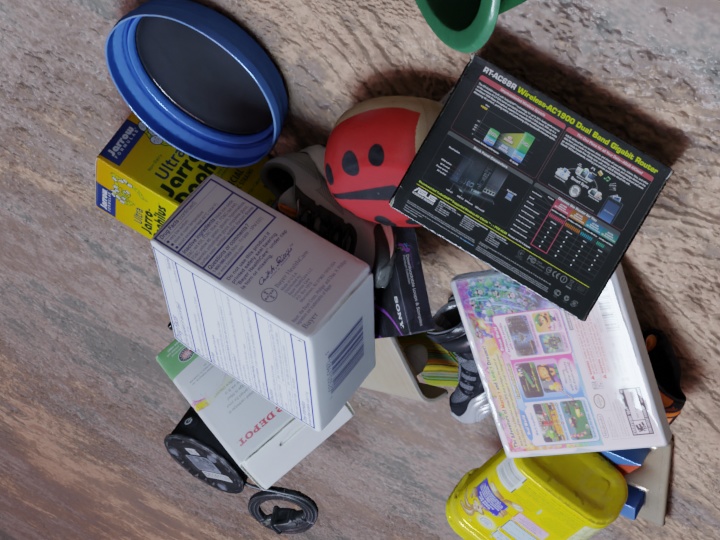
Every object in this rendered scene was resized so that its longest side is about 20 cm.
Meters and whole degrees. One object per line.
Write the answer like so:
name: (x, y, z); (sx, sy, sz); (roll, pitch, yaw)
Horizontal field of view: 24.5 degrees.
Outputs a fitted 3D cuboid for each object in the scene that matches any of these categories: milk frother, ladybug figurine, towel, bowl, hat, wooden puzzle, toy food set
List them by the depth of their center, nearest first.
hat: (0.141, -0.260, 1.271); (0.166, 0.175, 0.201); (122, 129, -65)
ladybug figurine: (0.037, -0.092, 1.531); (0.199, 0.072, 0.136); (-6, 127, 47)
bowl: (-0.163, -0.190, 1.668); (0.199, 0.039, 0.201); (22, 146, 16)
toy food set: (0.008, 0.059, 1.861); (0.143, 0.060, 0.201); (10, 136, 46)
wooden puzzle: (0.258, 0.217, 1.875); (0.184, 0.046, 0.201); (21, 150, 22)
towel: (0.050, 0.064, 1.884); (0.086, 0.018, 0.200); (-5, 134, 49)
milk frother: (-0.113, 0.205, 2.097); (0.180, 0.189, 0.201); (16, 148, 32)

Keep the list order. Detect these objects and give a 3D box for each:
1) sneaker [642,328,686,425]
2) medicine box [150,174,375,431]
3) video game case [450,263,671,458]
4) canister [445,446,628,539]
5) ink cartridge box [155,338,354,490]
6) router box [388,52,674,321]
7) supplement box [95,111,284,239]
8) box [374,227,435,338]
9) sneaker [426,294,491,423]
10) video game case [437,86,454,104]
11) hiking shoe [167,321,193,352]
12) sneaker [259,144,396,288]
sneaker: (0.244, 0.080, 1.660); (0.199, 0.078, 0.112); (34, 142, -3)
medicine box: (-0.093, 0.033, 1.637); (0.199, 0.103, 0.183); (31, 153, 21)
video game case: (0.196, 0.086, 1.631); (0.181, 0.024, 0.201); (-9, 108, 35)
canister: (0.198, 0.260, 1.871); (0.148, 0.087, 0.200); (37, 147, 0)
ink cartridge box: (-0.125, 0.136, 1.961); (0.200, 0.145, 0.088); (46, 174, 36)
router box: (0.145, -0.072, 1.418); (0.199, 0.150, 0.062); (31, -172, 4)
supplement box: (-0.175, -0.084, 1.787); (0.199, 0.109, 0.110); (30, 152, 7)
box: (0.000, 0.000, 1.706); (0.200, 0.036, 0.144); (-11, 91, 59)
sneaker: (0.119, 0.089, 1.795); (0.114, 0.076, 0.200); (35, 147, -2)
video game case: (0.124, -0.083, 1.566); (0.182, 0.022, 0.200); (38, 152, -7)
hiking shoe: (-0.156, 0.067, 1.896); (0.074, 0.087, 0.200); (40, 176, -24)
sneaker: (-0.031, -0.048, 1.632); (0.200, 0.079, 0.074); (49, 135, 38)
